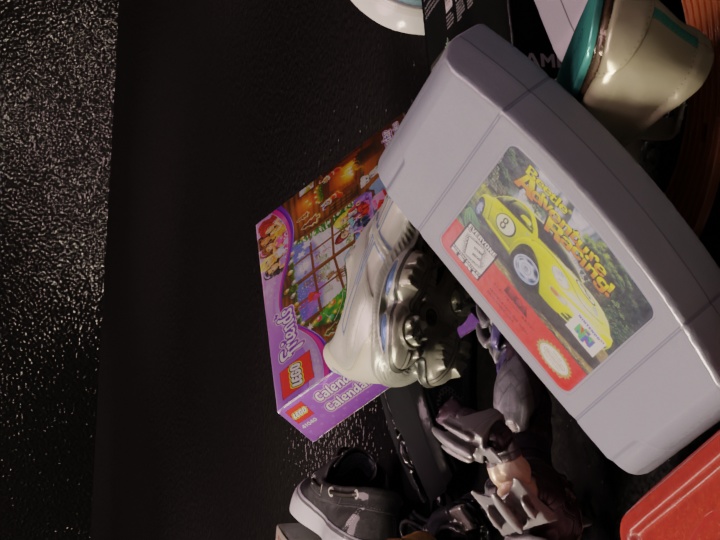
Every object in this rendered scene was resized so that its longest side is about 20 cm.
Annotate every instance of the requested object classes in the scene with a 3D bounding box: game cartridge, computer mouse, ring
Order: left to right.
[{"bbox_3d":[0.040,0.088,1.153,0.138,0.052,0.202,137,133,-70],"label":"computer mouse"},{"bbox_3d":[0.092,-0.008,0.801,0.200,0.041,0.133,50,150,9],"label":"game cartridge"},{"bbox_3d":[0.139,-0.086,0.872,0.200,0.019,0.203,-178,90,-74],"label":"ring"}]

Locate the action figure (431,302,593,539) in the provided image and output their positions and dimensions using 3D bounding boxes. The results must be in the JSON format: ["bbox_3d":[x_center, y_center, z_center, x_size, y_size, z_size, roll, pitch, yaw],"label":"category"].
[{"bbox_3d":[0.084,0.083,0.927,0.130,0.069,0.202,61,-153,-53],"label":"action figure"}]

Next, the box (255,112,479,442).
[{"bbox_3d":[0.000,0.000,1.159,0.136,0.039,0.201,-36,33,18],"label":"box"}]

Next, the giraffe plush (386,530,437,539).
[{"bbox_3d":[0.015,0.277,1.058,0.162,0.172,0.201,49,132,16],"label":"giraffe plush"}]

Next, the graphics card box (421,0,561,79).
[{"bbox_3d":[0.074,-0.168,0.980,0.125,0.050,0.202,135,134,-64],"label":"graphics card box"}]

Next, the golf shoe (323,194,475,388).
[{"bbox_3d":[0.026,-0.026,1.048,0.097,0.078,0.202,-10,52,45],"label":"golf shoe"}]

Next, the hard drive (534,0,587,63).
[{"bbox_3d":[0.128,-0.207,0.818,0.200,0.026,0.133,-53,46,48],"label":"hard drive"}]

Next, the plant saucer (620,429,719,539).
[{"bbox_3d":[0.161,0.153,0.731,0.200,0.036,0.202,119,148,-60],"label":"plant saucer"}]

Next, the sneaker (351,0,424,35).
[{"bbox_3d":[0.021,-0.234,1.132,0.082,0.073,0.201,102,161,-45],"label":"sneaker"}]

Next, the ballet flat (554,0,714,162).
[{"bbox_3d":[0.109,-0.064,0.826,0.200,0.069,0.070,121,147,-68],"label":"ballet flat"}]

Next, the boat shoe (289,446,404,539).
[{"bbox_3d":[-0.006,0.160,1.278,0.200,0.069,0.067,-148,73,-82],"label":"boat shoe"}]

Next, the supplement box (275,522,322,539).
[{"bbox_3d":[-0.021,0.298,1.312,0.126,0.073,0.202,-149,62,-73],"label":"supplement box"}]
